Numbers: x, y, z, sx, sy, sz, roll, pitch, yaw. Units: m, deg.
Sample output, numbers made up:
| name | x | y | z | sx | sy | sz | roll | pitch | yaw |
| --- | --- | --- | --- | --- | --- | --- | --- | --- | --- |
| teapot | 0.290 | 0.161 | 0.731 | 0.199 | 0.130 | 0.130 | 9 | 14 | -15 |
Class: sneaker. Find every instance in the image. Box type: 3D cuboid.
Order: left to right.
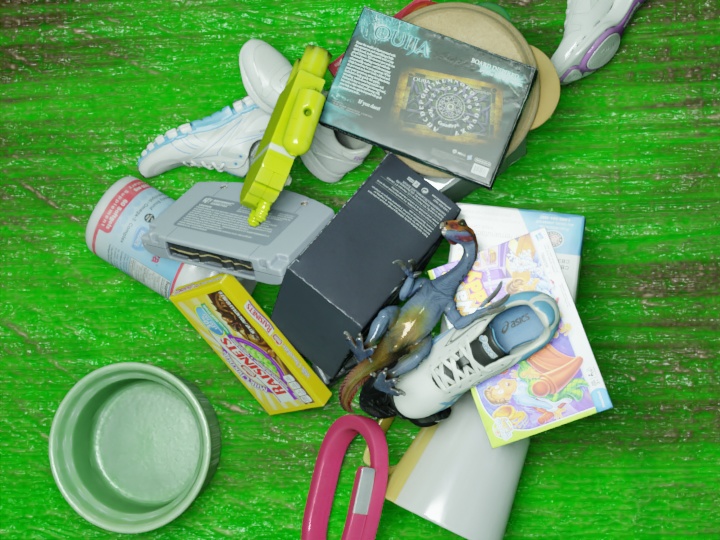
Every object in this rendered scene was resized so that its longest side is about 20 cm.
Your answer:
| name | x | y | z | sx | sy | sz | roll | pitch | yaw |
| --- | --- | --- | --- | --- | --- | --- | --- | --- | --- |
| sneaker | -0.179 | -0.148 | 1.454 | 0.199 | 0.075 | 0.087 | -23 | 88 | 7 |
| sneaker | -0.061 | -0.203 | 1.403 | 0.100 | 0.075 | 0.200 | -25 | 111 | 46 |
| sneaker | 0.043 | 0.147 | 1.339 | 0.088 | 0.200 | 0.076 | -42 | 102 | 7 |
| sneaker | 0.113 | 0.084 | 1.194 | 0.200 | 0.072 | 0.072 | -36 | 82 | 13 |
| sneaker | 0.275 | -0.312 | 1.396 | 0.100 | 0.075 | 0.200 | 34 | 87 | 23 |

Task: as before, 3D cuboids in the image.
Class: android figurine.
| name | x | y | z | sx | sy | sz | roll | pitch | yaw |
| --- | --- | --- | --- | --- | --- | --- | --- | --- | --- |
| android figurine | -0.084 | -0.144 | 1.289 | 0.041 | 0.182 | 0.201 | 21 | 79 | -12 |

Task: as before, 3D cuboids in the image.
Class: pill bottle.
| name | x | y | z | sx | sy | sz | roll | pitch | yaw |
| --- | --- | --- | --- | --- | --- | --- | --- | --- | --- |
| pill bottle | -0.226 | -0.023 | 1.430 | 0.200 | 0.109 | 0.109 | 30 | 91 | 10 |

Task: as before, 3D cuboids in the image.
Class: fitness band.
| name | x | y | z | sx | sy | sz | roll | pitch | yaw |
| --- | --- | --- | --- | --- | --- | --- | --- | --- | --- |
| fitness band | -0.020 | 0.267 | 1.364 | 0.037 | 0.144 | 0.201 | 15 | 89 | -22 |

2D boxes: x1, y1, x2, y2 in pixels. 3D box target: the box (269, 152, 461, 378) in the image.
| name | x | y | z | sx | sy | sz | roll | pitch | yaw |
| --- | --- | --- | --- | --- | --- | --- | --- | --- | --- |
| box | 0.000 | 0.000 | 1.311 | 0.104 | 0.200 | 0.182 | 39 | 68 | 6 |

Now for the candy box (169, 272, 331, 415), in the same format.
| name | x | y | z | sx | sy | sz | roll | pitch | yaw |
| --- | --- | --- | --- | --- | --- | --- | --- | --- | --- |
| candy box | -0.129 | 0.089 | 1.375 | 0.200 | 0.102 | 0.026 | 52 | 50 | -21 |

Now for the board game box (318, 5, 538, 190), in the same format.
| name | x | y | z | sx | sy | sz | roll | pitch | yaw |
| --- | --- | --- | --- | --- | --- | --- | --- | --- | --- |
| board game box | 0.071 | -0.183 | 1.240 | 0.199 | 0.028 | 0.136 | 22 | 89 | 10 |

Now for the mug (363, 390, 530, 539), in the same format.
| name | x | y | z | sx | sy | sz | roll | pitch | yaw |
| --- | --- | --- | --- | --- | --- | --- | --- | --- | --- |
| mug | 0.104 | 0.213 | 1.347 | 0.186 | 0.149 | 0.154 | 25 | 82 | 3 |

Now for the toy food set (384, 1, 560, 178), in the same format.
| name | x | y | z | sx | sy | sz | roll | pitch | yaw |
| --- | --- | --- | --- | --- | --- | --- | --- | --- | --- |
| toy food set | 0.099 | -0.199 | 1.277 | 0.200 | 0.049 | 0.198 | -44 | 81 | 3 |

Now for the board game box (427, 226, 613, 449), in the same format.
| name | x | y | z | sx | sy | sz | roll | pitch | yaw |
| --- | --- | --- | --- | --- | --- | --- | --- | --- | --- |
| board game box | 0.169 | 0.072 | 1.245 | 0.134 | 0.045 | 0.201 | -21 | 84 | 9 |

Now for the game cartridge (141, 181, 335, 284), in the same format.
| name | x | y | z | sx | sy | sz | roll | pitch | yaw |
| --- | --- | --- | --- | --- | --- | --- | --- | --- | --- |
| game cartridge | -0.134 | -0.049 | 1.335 | 0.199 | 0.041 | 0.133 | 13 | 45 | 30 |

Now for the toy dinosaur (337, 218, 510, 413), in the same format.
| name | x | y | z | sx | sy | sz | roll | pitch | yaw |
| --- | --- | --- | --- | --- | --- | --- | --- | --- | --- |
| toy dinosaur | 0.053 | 0.032 | 1.203 | 0.105 | 0.200 | 0.182 | 47 | 52 | -10 |

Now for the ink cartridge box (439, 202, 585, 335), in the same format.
| name | x | y | z | sx | sy | sz | roll | pitch | yaw |
| --- | --- | --- | --- | --- | --- | --- | --- | --- | --- |
| ink cartridge box | 0.173 | 0.036 | 1.344 | 0.146 | 0.146 | 0.201 | 6 | 88 | 10 |

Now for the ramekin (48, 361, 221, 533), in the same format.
| name | x | y | z | sx | sy | sz | roll | pitch | yaw |
| --- | --- | --- | --- | --- | --- | --- | --- | --- | --- |
| ramekin | -0.265 | 0.211 | 1.424 | 0.199 | 0.098 | 0.201 | -1 | 86 | 9 |

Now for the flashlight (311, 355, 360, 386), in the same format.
| name | x | y | z | sx | sy | sz | roll | pitch | yaw |
| --- | --- | --- | --- | --- | --- | --- | --- | --- | --- |
| flashlight | -0.064 | 0.040 | 1.425 | 0.068 | 0.068 | 0.200 | -41 | 75 | 42 |

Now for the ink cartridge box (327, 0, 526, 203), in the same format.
| name | x | y | z | sx | sy | sz | roll | pitch | yaw |
| --- | --- | --- | --- | --- | --- | --- | --- | --- | --- |
| ink cartridge box | 0.083 | -0.185 | 1.376 | 0.144 | 0.145 | 0.200 | -36 | 81 | 4 |
